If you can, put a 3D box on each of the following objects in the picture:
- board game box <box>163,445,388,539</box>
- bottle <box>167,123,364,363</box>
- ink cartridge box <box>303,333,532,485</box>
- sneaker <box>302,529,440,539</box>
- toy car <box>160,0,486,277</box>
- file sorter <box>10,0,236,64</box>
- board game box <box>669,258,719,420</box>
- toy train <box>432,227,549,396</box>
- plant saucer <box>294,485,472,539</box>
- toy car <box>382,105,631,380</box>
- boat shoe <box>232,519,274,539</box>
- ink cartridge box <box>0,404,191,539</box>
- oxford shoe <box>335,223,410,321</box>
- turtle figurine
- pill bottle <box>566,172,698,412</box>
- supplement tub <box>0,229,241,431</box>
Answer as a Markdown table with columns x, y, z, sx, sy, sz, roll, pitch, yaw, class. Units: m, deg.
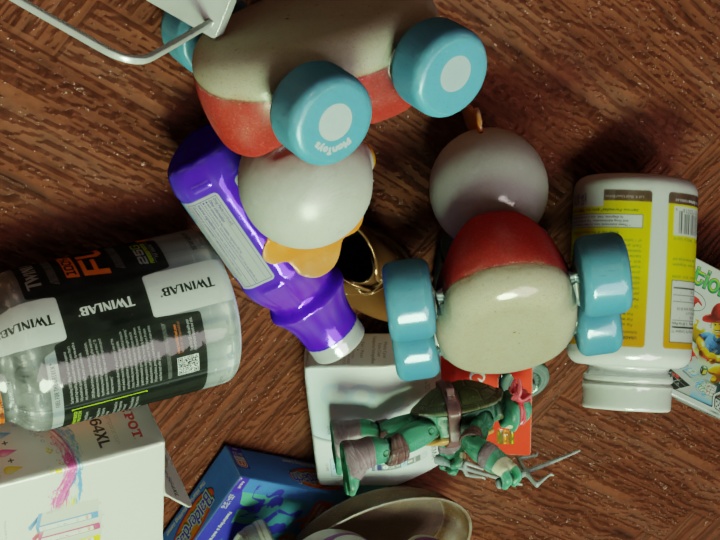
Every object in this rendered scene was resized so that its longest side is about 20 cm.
| x | y | z | sx | sy | sz | roll | pitch | yaw | class |
| --- | --- | --- | --- | --- | --- | --- | --- | --- | --- |
| -0.082 | 0.248 | 1.442 | 0.199 | 0.045 | 0.153 | 16 | 118 | -40 | board game box |
| -0.066 | -0.018 | 1.146 | 0.065 | 0.084 | 0.201 | -23 | 117 | 22 | bottle |
| 0.054 | 0.127 | 1.357 | 0.198 | 0.047 | 0.161 | 1 | 133 | 6 | ink cartridge box |
| 0.004 | 0.290 | 1.378 | 0.199 | 0.075 | 0.100 | 13 | 127 | -40 | sneaker |
| -0.024 | -0.091 | 1.050 | 0.176 | 0.184 | 0.201 | -24 | 130 | -25 | toy car |
| -0.126 | -0.243 | 0.882 | 0.201 | 0.138 | 0.125 | -64 | 173 | 27 | file sorter |
| 0.297 | 0.051 | 1.428 | 0.199 | 0.035 | 0.127 | 24 | 87 | -22 | board game box |
| 0.116 | 0.043 | 1.363 | 0.113 | 0.086 | 0.201 | -4 | 133 | -11 | toy train |
| 0.009 | 0.265 | 1.441 | 0.199 | 0.035 | 0.201 | -15 | 141 | -13 | plant saucer |
| 0.106 | -0.034 | 1.217 | 0.183 | 0.202 | 0.177 | -7 | 157 | 2 | toy car |
| -0.115 | 0.308 | 1.391 | 0.064 | 0.075 | 0.203 | -10 | 140 | -29 | boat shoe |
| -0.243 | 0.154 | 1.202 | 0.198 | 0.129 | 0.126 | -13 | 133 | -22 | ink cartridge box |
| 0.000 | 0.000 | 1.257 | 0.071 | 0.071 | 0.200 | -42 | 138 | 6 | oxford shoe |
| 0.077 | 0.143 | 1.299 | 0.198 | 0.102 | 0.150 | -8 | 174 | -7 | turtle figurine |
| 0.236 | 0.020 | 1.323 | 0.109 | 0.109 | 0.202 | 5 | 87 | -34 | pill bottle |
| -0.199 | 0.047 | 1.138 | 0.198 | 0.123 | 0.123 | -14 | 133 | -21 | supplement tub |
